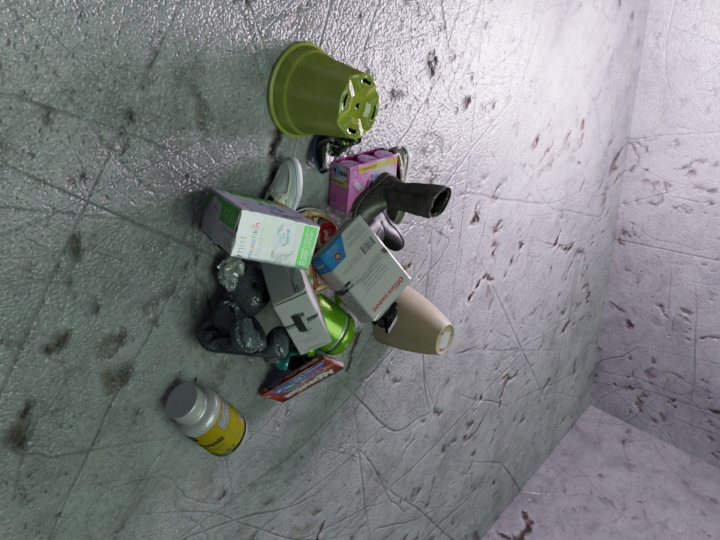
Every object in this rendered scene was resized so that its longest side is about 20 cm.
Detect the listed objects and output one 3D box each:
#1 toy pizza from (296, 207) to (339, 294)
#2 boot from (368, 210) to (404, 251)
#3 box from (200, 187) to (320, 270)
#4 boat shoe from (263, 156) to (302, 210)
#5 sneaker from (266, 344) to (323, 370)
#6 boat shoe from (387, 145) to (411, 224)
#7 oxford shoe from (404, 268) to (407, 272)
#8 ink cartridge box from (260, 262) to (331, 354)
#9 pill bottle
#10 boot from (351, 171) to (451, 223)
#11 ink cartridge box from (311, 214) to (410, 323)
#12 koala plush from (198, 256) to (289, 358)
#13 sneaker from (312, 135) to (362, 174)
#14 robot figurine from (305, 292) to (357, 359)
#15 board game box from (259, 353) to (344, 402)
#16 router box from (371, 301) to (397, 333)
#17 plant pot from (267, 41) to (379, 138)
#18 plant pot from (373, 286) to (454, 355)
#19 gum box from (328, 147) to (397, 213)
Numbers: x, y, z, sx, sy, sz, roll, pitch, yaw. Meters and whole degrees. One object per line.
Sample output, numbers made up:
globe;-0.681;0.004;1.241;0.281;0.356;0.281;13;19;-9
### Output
toy pizza;-0.113;-0.044;1.697;0.196;0.031;0.207;-2;93;-35
boot;0.039;-0.051;1.855;0.166;0.064;0.203;51;40;-30
box;-0.205;-0.082;1.441;0.173;0.199;0.099;11;102;-32
boat shoe;-0.179;-0.147;1.583;0.066;0.072;0.206;-8;115;-50
sneaker;-0.152;0.227;1.814;0.198;0.078;0.080;5;106;-54
boat shoe;0.089;-0.222;1.897;0.059;0.071;0.208;-12;111;-48
oxford shoe;0.069;0.011;1.997;0.197;0.070;0.074;-12;113;-48
ink cartridge box;-0.141;0.064;1.583;0.082;0.146;0.202;-21;141;-1
pill bottle;-0.340;0.326;1.596;0.112;0.110;0.201;-54;142;-16
boot;0.096;-0.152;1.716;0.183;0.197;0.073;-53;144;-16
ink cartridge box;0.000;0.000;1.684;0.146;0.084;0.201;-45;103;-24
koala plush;-0.257;0.077;1.560;0.176;0.179;0.207;22;70;-60
sneaker;-0.042;-0.310;1.666;0.202;0.081;0.071;-55;142;-16
robot figurine;-0.095;0.128;1.770;0.198;0.115;0.178;36;74;-24
board game box;-0.145;0.269;1.792;0.197;0.020;0.102;-32;150;18
router box;0.023;0.086;1.846;0.052;0.147;0.200;-56;171;-12
plant pot;-0.064;-0.363;1.524;0.198;0.181;0.206;-29;130;-41
plant pot;0.169;0.162;2.095;0.185;0.197;0.192;-29;130;-40
gum box;0.013;-0.226;1.795;0.198;0.065;0.117;-24;128;-45
